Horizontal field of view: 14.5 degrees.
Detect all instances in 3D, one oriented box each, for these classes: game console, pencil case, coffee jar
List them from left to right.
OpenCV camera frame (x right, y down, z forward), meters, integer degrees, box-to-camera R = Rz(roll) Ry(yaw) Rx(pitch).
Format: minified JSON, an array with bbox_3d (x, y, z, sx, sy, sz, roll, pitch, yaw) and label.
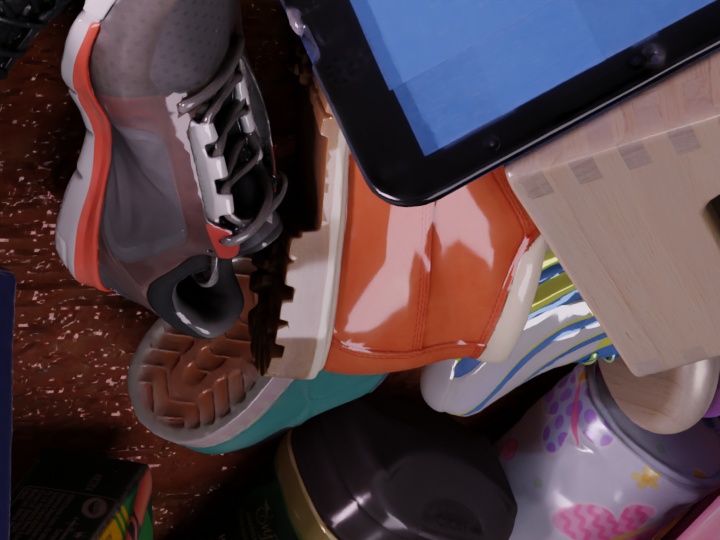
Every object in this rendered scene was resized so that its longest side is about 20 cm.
[{"bbox_3d":[-0.027,0.139,1.245,0.104,0.085,0.200,17,126,-41],"label":"coffee jar"},{"bbox_3d":[0.047,-0.150,0.881,0.200,0.118,0.171,-29,124,6],"label":"game console"},{"bbox_3d":[0.079,0.124,1.283,0.090,0.083,0.200,16,127,-36],"label":"pencil case"}]

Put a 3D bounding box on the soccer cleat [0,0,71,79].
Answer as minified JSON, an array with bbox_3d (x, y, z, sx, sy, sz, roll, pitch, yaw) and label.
[{"bbox_3d":[-0.139,-0.073,0.941,0.200,0.081,0.067,-36,140,16],"label":"soccer cleat"}]

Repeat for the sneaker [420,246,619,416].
[{"bbox_3d":[0.120,0.008,1.115,0.200,0.105,0.076,-43,170,4],"label":"sneaker"}]

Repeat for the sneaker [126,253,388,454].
[{"bbox_3d":[0.000,0.000,1.119,0.200,0.071,0.080,-38,160,9],"label":"sneaker"}]

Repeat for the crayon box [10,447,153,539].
[{"bbox_3d":[-0.126,0.192,1.167,0.051,0.127,0.201,7,115,12],"label":"crayon box"}]

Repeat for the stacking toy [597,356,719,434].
[{"bbox_3d":[0.204,0.013,1.224,0.199,0.086,0.086,-9,140,-24],"label":"stacking toy"}]

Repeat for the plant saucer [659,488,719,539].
[{"bbox_3d":[0.159,0.136,1.277,0.201,0.051,0.201,-45,174,-6],"label":"plant saucer"}]

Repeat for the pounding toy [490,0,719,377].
[{"bbox_3d":[0.133,-0.082,1.001,0.142,0.185,0.200,-17,148,14],"label":"pounding toy"}]

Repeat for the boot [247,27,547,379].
[{"bbox_3d":[0.026,-0.054,1.015,0.107,0.075,0.201,4,116,-12],"label":"boot"}]

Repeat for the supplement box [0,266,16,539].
[{"bbox_3d":[-0.209,0.061,0.969,0.109,0.110,0.200,6,168,-32],"label":"supplement box"}]

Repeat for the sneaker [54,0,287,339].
[{"bbox_3d":[-0.053,-0.049,0.995,0.077,0.082,0.200,-43,160,-30],"label":"sneaker"}]
